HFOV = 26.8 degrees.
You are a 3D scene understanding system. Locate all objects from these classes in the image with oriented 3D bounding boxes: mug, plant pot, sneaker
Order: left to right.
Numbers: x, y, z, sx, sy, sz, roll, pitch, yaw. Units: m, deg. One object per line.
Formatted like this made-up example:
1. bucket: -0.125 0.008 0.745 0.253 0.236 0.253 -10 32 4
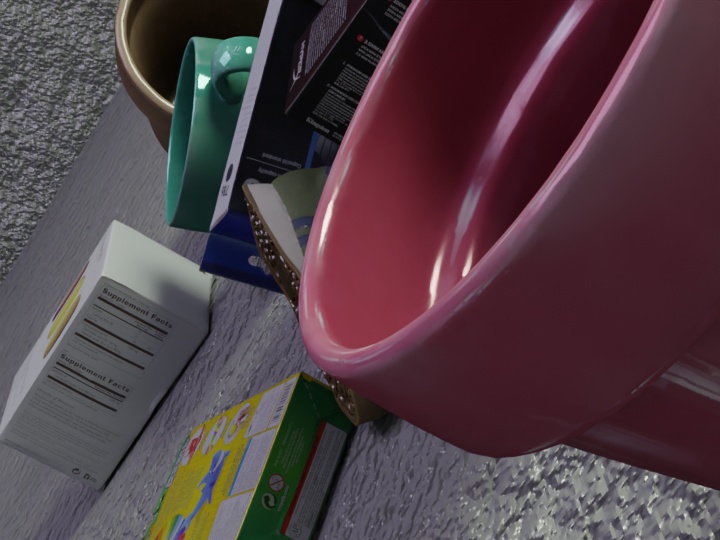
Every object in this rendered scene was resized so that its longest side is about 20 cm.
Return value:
1. plant pot: -0.139 -0.184 1.444 0.175 0.199 0.201 116 176 -65
2. mug: -0.085 -0.101 1.188 0.185 0.114 0.153 -152 70 -75
3. sneaker: 0.000 0.000 0.895 0.201 0.089 0.067 -121 15 -45
4. plant pot: 0.106 -0.020 0.426 0.200 0.178 0.200 -52 19 27

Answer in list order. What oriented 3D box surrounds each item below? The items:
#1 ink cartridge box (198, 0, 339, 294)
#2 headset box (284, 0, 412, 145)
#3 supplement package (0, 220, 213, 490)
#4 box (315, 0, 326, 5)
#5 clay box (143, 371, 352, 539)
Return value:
1. ink cartridge box: -0.035 -0.083 1.020 0.039 0.099 0.201 -174 98 -70
2. headset box: 0.077 -0.130 0.742 0.200 0.148 0.075 -51 21 32
3. supplement package: -0.232 0.077 1.383 0.200 0.109 0.114 -54 18 21
4. box: 0.033 -0.209 0.911 0.131 0.199 0.199 -58 17 3
5. clay box: -0.079 0.142 0.937 0.200 0.047 0.115 -33 32 59
